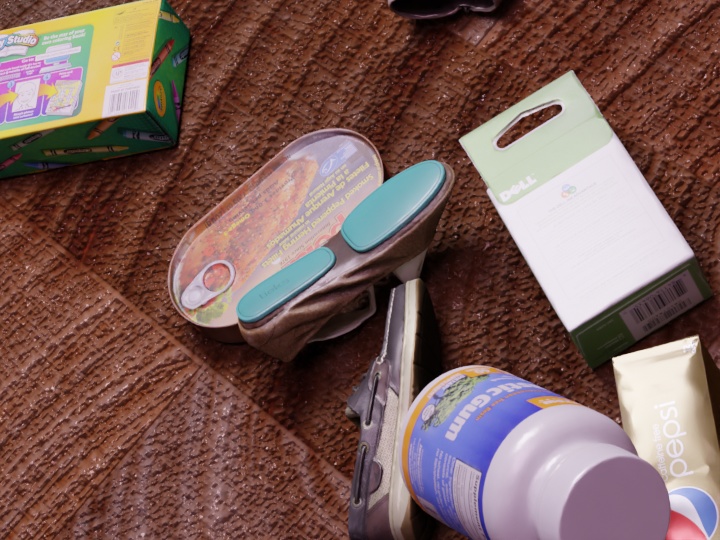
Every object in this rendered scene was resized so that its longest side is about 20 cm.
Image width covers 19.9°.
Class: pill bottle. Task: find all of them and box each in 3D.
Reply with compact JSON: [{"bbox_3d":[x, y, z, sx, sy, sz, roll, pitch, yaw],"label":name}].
[{"bbox_3d":[0.113,0.134,1.328,0.112,0.112,0.200,-51,25,-9],"label":"pill bottle"}]

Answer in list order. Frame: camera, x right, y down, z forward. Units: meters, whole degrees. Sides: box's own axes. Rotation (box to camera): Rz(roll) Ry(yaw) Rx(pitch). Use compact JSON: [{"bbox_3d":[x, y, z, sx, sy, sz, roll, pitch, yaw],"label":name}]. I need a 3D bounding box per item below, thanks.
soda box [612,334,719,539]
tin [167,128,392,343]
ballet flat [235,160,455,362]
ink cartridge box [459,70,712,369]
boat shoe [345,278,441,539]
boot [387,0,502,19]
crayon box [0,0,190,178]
[{"bbox_3d":[0.216,0.148,1.344,0.064,0.068,0.201,-17,55,17],"label":"soda box"},{"bbox_3d":[-0.060,-0.026,1.603,0.200,0.042,0.112,-39,48,0],"label":"tin"},{"bbox_3d":[0.000,0.000,1.535,0.200,0.072,0.068,-39,34,0],"label":"ballet flat"},{"bbox_3d":[0.161,-0.039,1.488,0.103,0.059,0.201,-31,52,5],"label":"ink cartridge box"},{"bbox_3d":[0.020,0.100,1.466,0.065,0.072,0.203,-6,63,17],"label":"boat shoe"},{"bbox_3d":[0.045,-0.276,1.684,0.198,0.070,0.147,0,64,27],"label":"boot"},{"bbox_3d":[-0.250,-0.154,1.760,0.198,0.058,0.120,-9,58,22],"label":"crayon box"}]
